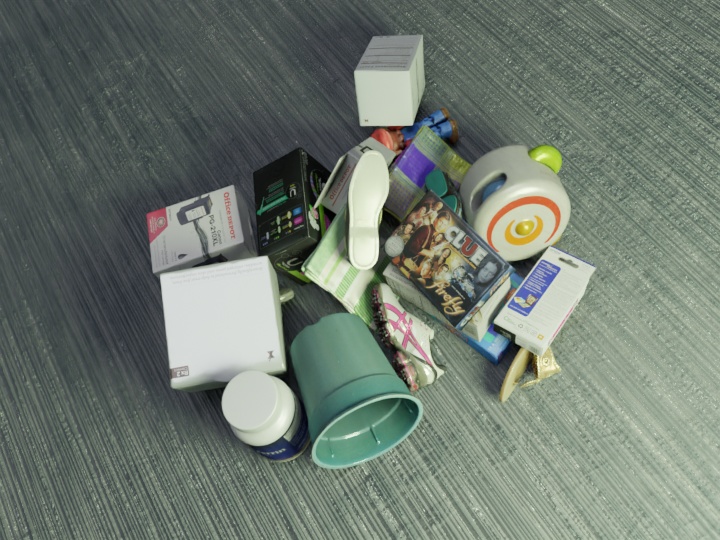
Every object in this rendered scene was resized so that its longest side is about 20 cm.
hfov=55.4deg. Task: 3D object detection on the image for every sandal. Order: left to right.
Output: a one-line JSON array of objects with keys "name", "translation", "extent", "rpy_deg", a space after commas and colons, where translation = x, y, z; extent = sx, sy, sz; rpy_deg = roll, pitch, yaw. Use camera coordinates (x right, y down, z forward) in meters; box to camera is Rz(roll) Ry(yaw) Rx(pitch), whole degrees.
[{"name": "sandal", "translation": [0.315, 0.144, 1.170], "extent": [0.069, 0.078, 0.213], "rpy_deg": [24, 66, 28]}]

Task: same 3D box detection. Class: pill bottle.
[{"name": "pill bottle", "translation": [-0.155, 0.244, 1.151], "extent": [0.113, 0.201, 0.118], "rpy_deg": [-5, 62, 10]}]

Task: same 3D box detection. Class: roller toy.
[{"name": "roller toy", "translation": [0.278, -0.114, 1.235], "extent": [0.178, 0.202, 0.141], "rpy_deg": [-10, 46, -2]}]

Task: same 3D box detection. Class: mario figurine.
[{"name": "mario figurine", "translation": [0.100, -0.262, 1.431], "extent": [0.196, 0.108, 0.123], "rpy_deg": [-20, 18, -9]}]

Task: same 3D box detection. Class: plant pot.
[{"name": "plant pot", "translation": [-0.023, 0.193, 1.163], "extent": [0.197, 0.201, 0.198], "rpy_deg": [-27, 54, -2]}]

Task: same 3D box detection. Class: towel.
[{"name": "towel", "translation": [0.000, 0.000, 1.261], "extent": [0.154, 0.200, 0.023], "rpy_deg": [-56, 26, -17]}, {"name": "towel", "translation": [0.124, -0.173, 1.356], "extent": [0.143, 0.023, 0.201], "rpy_deg": [39, 75, -10]}]

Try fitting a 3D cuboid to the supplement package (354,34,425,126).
[{"name": "supplement package", "translation": [0.065, -0.398, 1.426], "extent": [0.115, 0.119, 0.202], "rpy_deg": [3, 39, 13]}]

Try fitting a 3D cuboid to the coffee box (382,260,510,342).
[{"name": "coffee box", "translation": [0.152, 0.021, 1.213], "extent": [0.198, 0.080, 0.114], "rpy_deg": [29, 75, 24]}]

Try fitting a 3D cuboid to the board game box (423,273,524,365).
[{"name": "board game box", "translation": [0.215, 0.052, 1.255], "extent": [0.199, 0.045, 0.152], "rpy_deg": [37, 77, 25]}]

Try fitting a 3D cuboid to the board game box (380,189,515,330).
[{"name": "board game box", "translation": [0.142, -0.020, 1.147], "extent": [0.136, 0.034, 0.200], "rpy_deg": [-48, 63, 10]}]

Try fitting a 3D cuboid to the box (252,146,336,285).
[{"name": "box", "translation": [-0.114, -0.101, 1.326], "extent": [0.123, 0.148, 0.204], "rpy_deg": [-23, 60, 24]}]

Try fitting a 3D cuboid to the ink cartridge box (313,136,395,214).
[{"name": "ink cartridge box", "translation": [-0.008, -0.171, 1.298], "extent": [0.066, 0.200, 0.117], "rpy_deg": [33, 117, 3]}]

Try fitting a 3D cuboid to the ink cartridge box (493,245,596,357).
[{"name": "ink cartridge box", "translation": [0.319, 0.048, 1.180], "extent": [0.094, 0.037, 0.200], "rpy_deg": [28, 62, 27]}]

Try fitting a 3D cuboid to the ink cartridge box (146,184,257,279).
[{"name": "ink cartridge box", "translation": [-0.325, -0.069, 1.407], "extent": [0.196, 0.085, 0.147], "rpy_deg": [-18, 62, 3]}]

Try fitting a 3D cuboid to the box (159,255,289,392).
[{"name": "box", "translation": [-0.237, 0.099, 1.216], "extent": [0.194, 0.131, 0.205], "rpy_deg": [-9, 78, -4]}]

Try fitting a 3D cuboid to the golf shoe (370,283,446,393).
[{"name": "golf shoe", "translation": [0.082, 0.112, 1.232], "extent": [0.091, 0.073, 0.203], "rpy_deg": [-21, 80, -14]}]

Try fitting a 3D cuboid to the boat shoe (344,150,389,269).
[{"name": "boat shoe", "translation": [0.006, -0.106, 1.205], "extent": [0.070, 0.060, 0.207], "rpy_deg": [5, 94, -13]}]

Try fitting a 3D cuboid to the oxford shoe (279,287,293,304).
[{"name": "oxford shoe", "translation": [-0.217, 0.090, 1.326], "extent": [0.197, 0.075, 0.059], "rpy_deg": [-26, 104, -10]}]

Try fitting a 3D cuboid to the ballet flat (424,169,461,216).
[{"name": "ballet flat", "translation": [0.161, -0.113, 1.270], "extent": [0.073, 0.075, 0.202], "rpy_deg": [-7, 39, 8]}]
